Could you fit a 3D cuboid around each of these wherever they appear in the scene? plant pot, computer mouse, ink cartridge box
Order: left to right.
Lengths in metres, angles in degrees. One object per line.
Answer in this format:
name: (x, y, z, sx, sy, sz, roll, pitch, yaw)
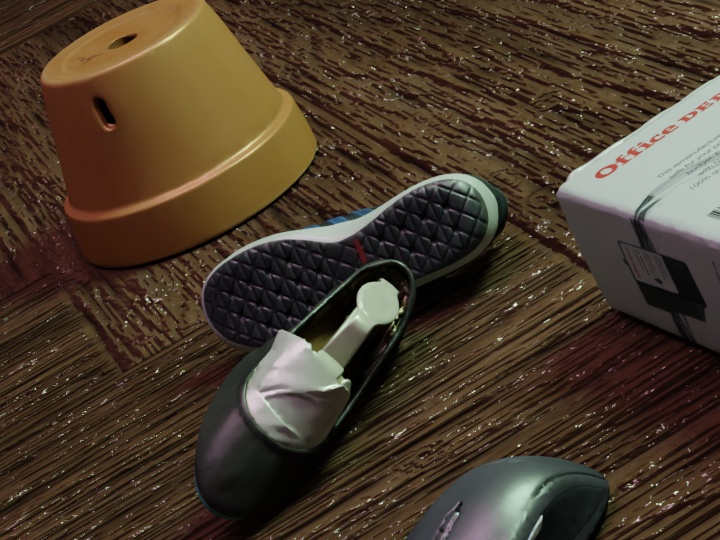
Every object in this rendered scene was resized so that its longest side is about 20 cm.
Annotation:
plant pot: (-0.149, -0.114, 1.532, 0.199, 0.141, 0.200, -21, 23, 9)
computer mouse: (0.056, 0.138, 0.886, 0.200, 0.046, 0.140, -40, 25, -31)
ink cartridge box: (0.215, -0.029, 1.029, 0.146, 0.083, 0.200, -33, 24, -15)

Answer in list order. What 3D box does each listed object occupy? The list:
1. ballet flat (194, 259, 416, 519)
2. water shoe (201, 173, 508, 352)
ballet flat: (-0.026, 0.053, 1.114, 0.068, 0.068, 0.200, -51, 1, 43)
water shoe: (0.000, 0.000, 1.247, 0.199, 0.072, 0.079, -19, -4, 19)
